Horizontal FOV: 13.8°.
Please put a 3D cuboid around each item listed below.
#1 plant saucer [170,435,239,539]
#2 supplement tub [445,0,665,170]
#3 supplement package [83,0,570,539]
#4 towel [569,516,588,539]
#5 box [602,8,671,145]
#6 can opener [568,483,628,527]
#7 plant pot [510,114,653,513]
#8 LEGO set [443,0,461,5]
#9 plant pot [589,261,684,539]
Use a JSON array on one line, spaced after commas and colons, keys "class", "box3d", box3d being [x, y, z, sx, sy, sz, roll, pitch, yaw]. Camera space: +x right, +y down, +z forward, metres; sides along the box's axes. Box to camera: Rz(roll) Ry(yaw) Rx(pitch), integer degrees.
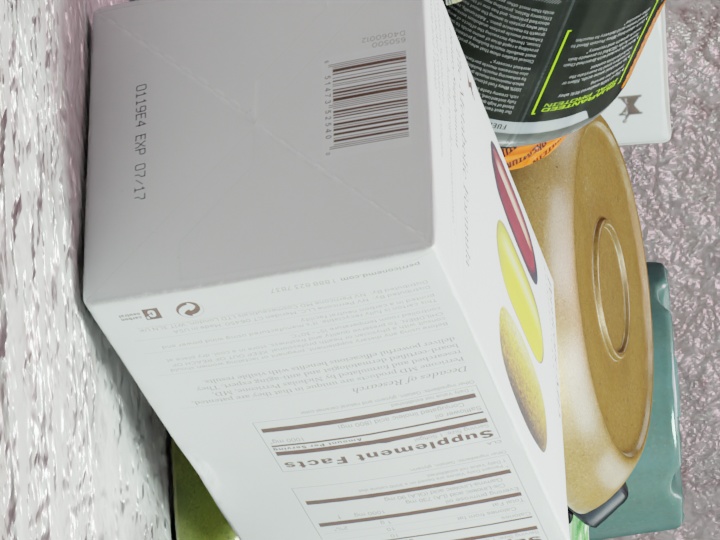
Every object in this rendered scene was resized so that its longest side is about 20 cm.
[{"class": "plant saucer", "box3d": [-0.042, 0.083, 1.122, 0.200, 0.031, 0.201, -5, 90, -86]}, {"class": "supplement tub", "box3d": [0.065, -0.131, 1.159, 0.200, 0.122, 0.123, 111, -19, -57]}, {"class": "supplement package", "box3d": [-0.006, 0.007, 0.962, 0.200, 0.109, 0.114, 63, 21, -56]}, {"class": "towel", "box3d": [0.042, 0.072, 1.494, 0.023, 0.152, 0.201, -63, 153, -48]}, {"class": "box", "box3d": [0.055, -0.172, 1.522, 0.131, 0.198, 0.201, -89, 174, -54]}, {"class": "can opener", "box3d": [0.044, 0.052, 1.432, 0.200, 0.079, 0.063, 49, 4, -8]}, {"class": "plant pot", "box3d": [0.104, 0.009, 1.354, 0.200, 0.027, 0.201, -7, 90, -73]}, {"class": "LEGO set", "box3d": [-0.013, -0.106, 1.089, 0.154, 0.115, 0.201, -89, 174, -46]}, {"class": "plant pot", "box3d": [0.079, 0.076, 1.653, 0.200, 0.195, 0.202, -3, 90, -86]}]
